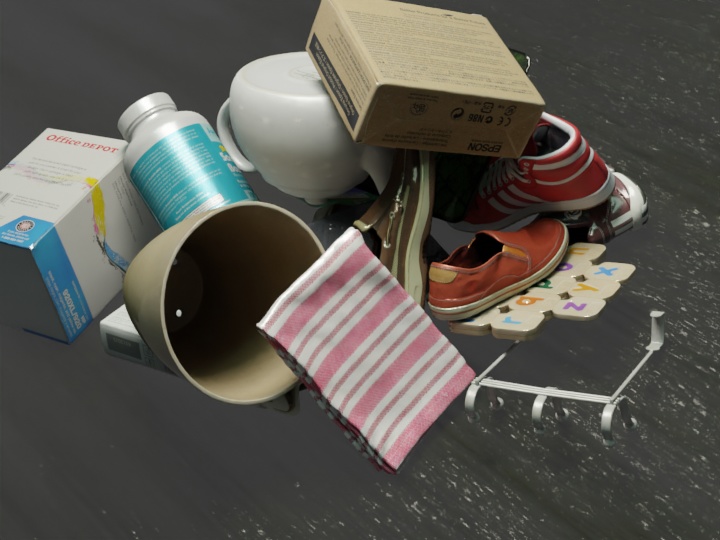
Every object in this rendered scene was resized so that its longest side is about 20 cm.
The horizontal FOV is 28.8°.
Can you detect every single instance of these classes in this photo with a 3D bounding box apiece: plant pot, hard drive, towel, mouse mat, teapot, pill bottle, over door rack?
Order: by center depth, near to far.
[{"bbox_3d":[0.010,0.076,1.338,0.147,0.201,0.030,-47,15,-27],"label":"towel"},{"bbox_3d":[0.202,0.102,1.350,0.146,0.067,0.200,7,29,24],"label":"over door rack"},{"bbox_3d":[-0.154,0.024,1.385,0.187,0.189,0.199,-36,22,-26],"label":"plant pot"},{"bbox_3d":[0.000,0.000,1.480,0.199,0.043,0.135,-24,63,-40],"label":"hard drive"},{"bbox_3d":[-0.053,-0.144,1.515,0.194,0.148,0.201,-3,26,-8],"label":"teapot"},{"bbox_3d":[0.085,-0.163,1.532,0.160,0.008,0.202,21,84,32],"label":"mouse mat"},{"bbox_3d":[-0.191,-0.098,1.560,0.110,0.111,0.201,-30,76,-19],"label":"pill bottle"}]

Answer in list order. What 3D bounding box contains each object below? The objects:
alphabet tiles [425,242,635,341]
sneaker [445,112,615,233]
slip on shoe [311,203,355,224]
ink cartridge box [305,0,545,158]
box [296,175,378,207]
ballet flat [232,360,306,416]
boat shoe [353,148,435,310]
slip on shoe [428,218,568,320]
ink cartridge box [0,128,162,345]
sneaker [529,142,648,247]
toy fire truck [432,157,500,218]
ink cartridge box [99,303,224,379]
[{"bbox_3d":[0.174,0.017,1.436,0.193,0.015,0.200,5,29,32],"label":"alphabet tiles"},{"bbox_3d":[0.160,-0.106,1.495,0.198,0.113,0.072,-12,50,28],"label":"sneaker"},{"bbox_3d":[-0.031,-0.006,1.541,0.060,0.077,0.201,-9,30,21],"label":"slip on shoe"},{"bbox_3d":[0.063,-0.196,1.415,0.198,0.076,0.166,3,39,-28],"label":"ink cartridge box"},{"bbox_3d":[-0.006,-0.177,1.617,0.116,0.048,0.203,-2,73,30],"label":"box"},{"bbox_3d":[-0.058,0.113,1.411,0.197,0.067,0.065,-17,74,12],"label":"ballet flat"},{"bbox_3d":[0.031,-0.046,1.407,0.074,0.075,0.205,5,81,-10],"label":"boat shoe"},{"bbox_3d":[0.143,-0.014,1.428,0.199,0.062,0.074,-28,27,-36],"label":"slip on shoe"},{"bbox_3d":[-0.348,-0.045,1.627,0.146,0.146,0.200,13,46,31],"label":"ink cartridge box"},{"bbox_3d":[0.218,-0.088,1.561,0.115,0.076,0.200,-32,42,-16],"label":"sneaker"},{"bbox_3d":[0.064,-0.125,1.645,0.198,0.112,0.169,18,72,35],"label":"toy fire truck"},{"bbox_3d":[-0.166,0.047,1.556,0.161,0.051,0.200,14,32,31],"label":"ink cartridge box"}]
